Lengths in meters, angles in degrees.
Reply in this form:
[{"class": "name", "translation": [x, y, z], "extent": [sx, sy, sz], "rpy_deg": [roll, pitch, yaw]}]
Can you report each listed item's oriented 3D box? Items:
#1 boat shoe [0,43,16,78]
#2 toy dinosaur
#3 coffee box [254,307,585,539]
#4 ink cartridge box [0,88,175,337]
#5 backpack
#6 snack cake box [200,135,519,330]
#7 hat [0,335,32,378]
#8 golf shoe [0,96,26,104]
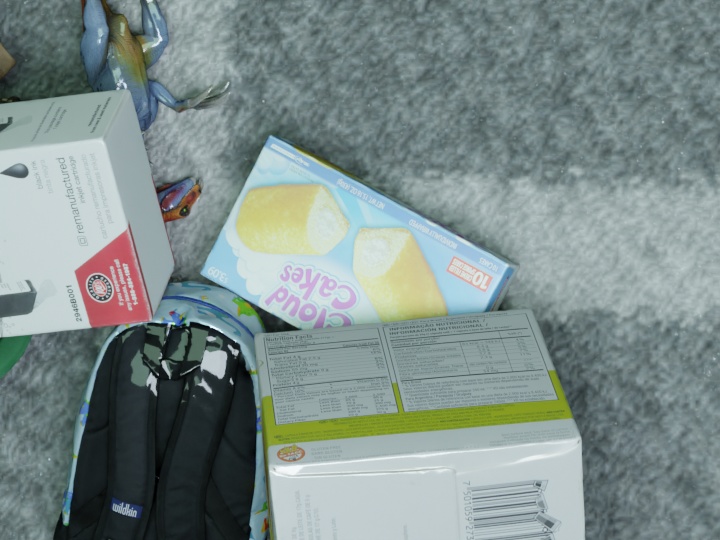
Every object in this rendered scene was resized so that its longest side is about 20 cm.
[{"class": "boat shoe", "translation": [-0.320, -0.222, 1.763], "extent": [0.072, 0.072, 0.201], "rpy_deg": [-26, 86, -4]}, {"class": "toy dinosaur", "translation": [-0.165, -0.133, 1.743], "extent": [0.200, 0.104, 0.183], "rpy_deg": [31, 117, 50]}, {"class": "coffee box", "translation": [0.037, 0.161, 1.572], "extent": [0.198, 0.198, 0.201], "rpy_deg": [-6, 115, -4]}, {"class": "ink cartridge box", "translation": [-0.246, -0.035, 1.635], "extent": [0.198, 0.084, 0.145], "rpy_deg": [-6, 118, 13]}, {"class": "backpack", "translation": [-0.131, 0.109, 1.687], "extent": [0.162, 0.154, 0.201], "rpy_deg": [9, 124, 10]}, {"class": "snack cake box", "translation": [0.000, 0.000, 1.696], "extent": [0.199, 0.067, 0.116], "rpy_deg": [28, 94, 10]}, {"class": "hat", "translation": [-0.361, 0.056, 1.790], "extent": [0.199, 0.176, 0.167], "rpy_deg": [-4, 66, -24]}, {"class": "golf shoe", "translation": [-0.250, -0.099, 1.715], "extent": [0.199, 0.095, 0.078], "rpy_deg": [-2, 121, 28]}]
